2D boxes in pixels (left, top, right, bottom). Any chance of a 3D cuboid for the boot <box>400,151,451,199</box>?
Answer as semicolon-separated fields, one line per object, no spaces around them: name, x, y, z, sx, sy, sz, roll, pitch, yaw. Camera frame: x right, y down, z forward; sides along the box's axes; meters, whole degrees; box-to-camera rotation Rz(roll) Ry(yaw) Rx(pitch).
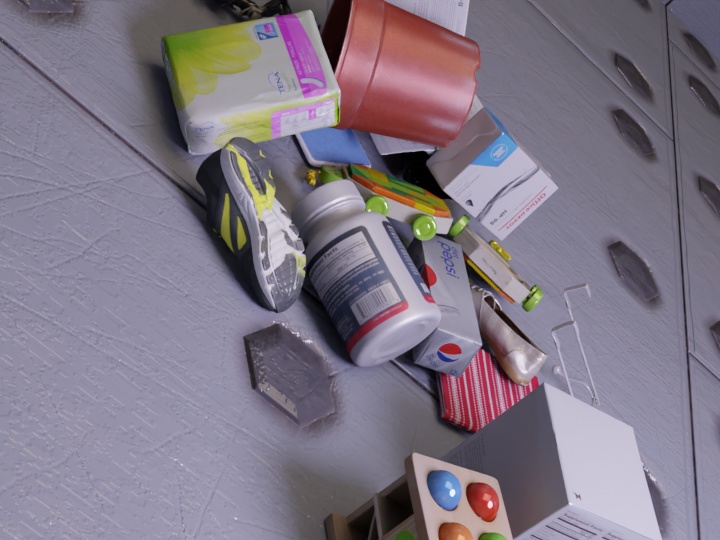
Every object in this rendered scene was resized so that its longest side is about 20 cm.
boot;0.133;-0.167;1.766;0.198;0.077;0.170;18;40;-30

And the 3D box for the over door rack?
over door rack;0.274;0.136;1.567;0.148;0.065;0.203;-53;137;-63

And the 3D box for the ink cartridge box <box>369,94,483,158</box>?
ink cartridge box;0.090;-0.209;1.695;0.197;0.051;0.163;-8;48;-19

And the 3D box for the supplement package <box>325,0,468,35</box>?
supplement package;0.054;-0.373;1.713;0.196;0.154;0.151;7;28;1

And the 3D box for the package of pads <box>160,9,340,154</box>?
package of pads;-0.132;-0.229;1.438;0.197;0.069;0.156;-13;58;-11

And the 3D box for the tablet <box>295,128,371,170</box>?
tablet;-0.068;-0.223;1.645;0.129;0.014;0.202;0;56;-50

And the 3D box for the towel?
towel;0.170;0.167;1.523;0.198;0.022;0.146;27;38;-30

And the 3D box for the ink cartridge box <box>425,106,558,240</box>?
ink cartridge box;0.197;-0.124;1.660;0.199;0.116;0.067;35;18;-44

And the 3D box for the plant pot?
plant pot;0.046;-0.262;1.573;0.192;0.202;0.203;15;42;-13

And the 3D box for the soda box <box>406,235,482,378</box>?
soda box;0.099;0.039;1.500;0.067;0.064;0.201;19;35;-19

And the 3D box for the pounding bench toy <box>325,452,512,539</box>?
pounding bench toy;0.073;0.305;1.138;0.123;0.156;0.202;22;42;-35

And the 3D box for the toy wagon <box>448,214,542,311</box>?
toy wagon;0.188;-0.011;1.660;0.155;0.040;0.200;45;8;2

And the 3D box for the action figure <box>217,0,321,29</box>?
action figure;-0.144;-0.395;1.647;0.199;0.102;0.119;36;19;-19

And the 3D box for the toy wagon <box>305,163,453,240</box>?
toy wagon;0.024;-0.099;1.546;0.197;0.040;0.155;21;15;-12

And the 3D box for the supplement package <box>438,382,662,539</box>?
supplement package;0.194;0.258;1.291;0.149;0.200;0.153;27;39;-30

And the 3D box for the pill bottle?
pill bottle;0.000;0.000;1.399;0.119;0.119;0.202;-4;59;-51

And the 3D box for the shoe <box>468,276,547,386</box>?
shoe;0.180;0.065;1.587;0.069;0.054;0.201;9;37;-51

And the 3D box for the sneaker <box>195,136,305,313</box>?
sneaker;-0.126;-0.048;1.344;0.074;0.084;0.203;-18;92;-48
